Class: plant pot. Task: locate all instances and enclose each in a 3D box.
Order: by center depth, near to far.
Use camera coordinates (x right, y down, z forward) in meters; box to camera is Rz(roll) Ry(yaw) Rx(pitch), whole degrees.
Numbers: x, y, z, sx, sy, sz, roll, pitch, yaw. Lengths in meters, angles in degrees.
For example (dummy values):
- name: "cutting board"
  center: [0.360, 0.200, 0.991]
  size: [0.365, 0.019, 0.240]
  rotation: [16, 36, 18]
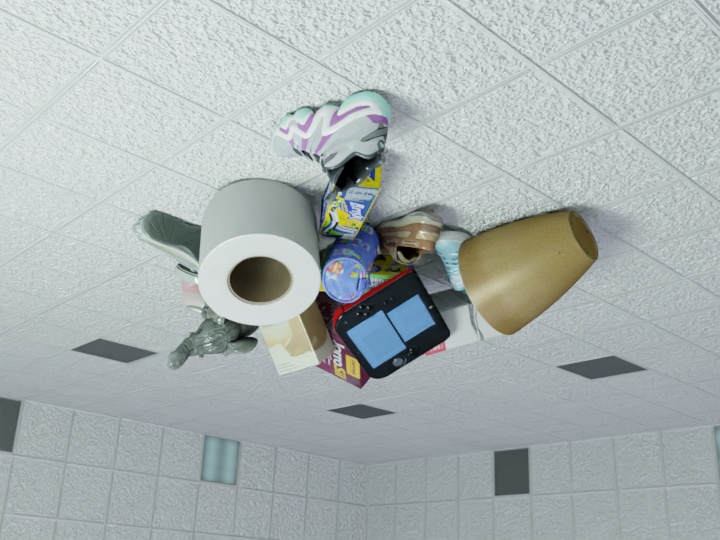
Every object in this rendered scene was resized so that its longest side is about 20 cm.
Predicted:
- name: "plant pot"
  center: [0.302, -0.014, 1.448]
  size: [0.199, 0.189, 0.185]
  rotation: [-30, 144, 33]

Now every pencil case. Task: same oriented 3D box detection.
- name: "pencil case"
  center: [-0.012, -0.016, 1.433]
  size: [0.085, 0.079, 0.200]
  rotation: [11, -158, 4]

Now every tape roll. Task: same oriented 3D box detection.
- name: "tape roll"
  center: [-0.166, -0.029, 1.385]
  size: [0.199, 0.140, 0.205]
  rotation: [-3, 134, -3]

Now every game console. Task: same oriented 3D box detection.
- name: "game console"
  center: [0.058, 0.103, 1.521]
  size: [0.175, 0.031, 0.201]
  rotation: [-28, 132, 6]

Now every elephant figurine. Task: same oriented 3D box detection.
- name: "elephant figurine"
  center: [-0.259, 0.114, 1.600]
  size: [0.140, 0.157, 0.200]
  rotation: [26, -163, -4]

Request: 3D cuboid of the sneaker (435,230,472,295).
- name: "sneaker"
  center: [0.187, -0.010, 1.569]
  size: [0.073, 0.083, 0.200]
  rotation: [-9, 156, 25]

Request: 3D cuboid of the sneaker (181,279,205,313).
- name: "sneaker"
  center: [-0.276, 0.048, 1.743]
  size: [0.196, 0.106, 0.076]
  rotation: [2, 157, -1]

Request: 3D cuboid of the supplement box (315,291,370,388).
- name: "supplement box"
  center: [-0.057, 0.123, 1.667]
  size: [0.198, 0.103, 0.132]
  rotation: [23, 140, 23]

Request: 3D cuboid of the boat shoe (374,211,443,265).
- name: "boat shoe"
  center: [0.074, -0.048, 1.482]
  size: [0.075, 0.073, 0.199]
  rotation: [12, 166, -22]

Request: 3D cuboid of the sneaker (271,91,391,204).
- name: "sneaker"
  center: [-0.048, -0.152, 1.148]
  size: [0.198, 0.142, 0.077]
  rotation: [-15, 154, 37]

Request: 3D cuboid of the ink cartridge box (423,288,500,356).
- name: "ink cartridge box"
  center: [0.196, 0.090, 1.672]
  size: [0.197, 0.084, 0.147]
  rotation: [-14, -168, -8]

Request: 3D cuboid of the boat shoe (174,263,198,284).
- name: "boat shoe"
  center: [-0.273, -0.008, 1.655]
  size: [0.196, 0.065, 0.071]
  rotation: [6, -159, 13]

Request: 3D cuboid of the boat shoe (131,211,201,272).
- name: "boat shoe"
  center: [-0.326, -0.046, 1.558]
  size: [0.200, 0.076, 0.064]
  rotation: [25, 156, -36]

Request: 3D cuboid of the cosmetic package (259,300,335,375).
- name: "cosmetic package"
  center: [-0.136, 0.082, 1.567]
  size: [0.104, 0.203, 0.071]
  rotation: [-19, -173, 31]

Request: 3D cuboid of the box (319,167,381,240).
- name: "box"
  center: [-0.018, -0.120, 1.327]
  size: [0.063, 0.071, 0.200]
  rotation: [7, 158, -11]

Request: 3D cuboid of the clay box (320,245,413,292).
- name: "clay box"
  center: [0.000, 0.000, 1.559]
  size: [0.196, 0.115, 0.048]
  rotation: [6, 115, 4]
